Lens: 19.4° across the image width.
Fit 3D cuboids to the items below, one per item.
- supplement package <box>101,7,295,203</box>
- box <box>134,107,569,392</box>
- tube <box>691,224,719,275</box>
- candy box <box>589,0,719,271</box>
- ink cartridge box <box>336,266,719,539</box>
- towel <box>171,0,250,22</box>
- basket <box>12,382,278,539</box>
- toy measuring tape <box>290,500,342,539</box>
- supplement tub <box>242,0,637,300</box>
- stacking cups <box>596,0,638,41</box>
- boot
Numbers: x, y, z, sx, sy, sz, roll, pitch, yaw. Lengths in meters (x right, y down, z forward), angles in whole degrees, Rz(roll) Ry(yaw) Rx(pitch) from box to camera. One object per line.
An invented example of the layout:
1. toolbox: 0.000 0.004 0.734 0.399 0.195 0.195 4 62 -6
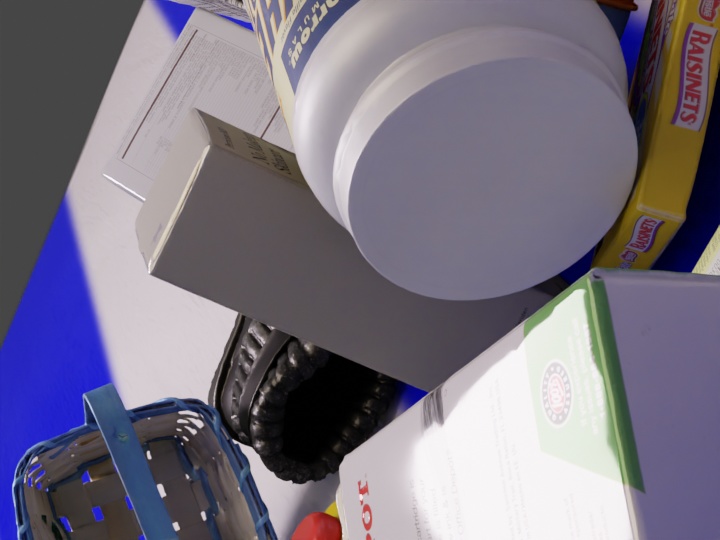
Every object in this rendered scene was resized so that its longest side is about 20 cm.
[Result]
1. supplement package: -0.027 -0.047 1.125 0.200 0.109 0.114 31 90 48
2. box: 0.000 0.000 0.978 0.068 0.200 0.082 -63 18 10
3. tube: 0.126 0.051 0.808 0.058 0.052 0.200 -34 -26 -58
4. candy box: 0.140 -0.095 0.927 0.102 0.026 0.200 114 172 -69
5. ink cartridge box: 0.077 0.105 0.757 0.200 0.084 0.146 -42 51 55
6. towel: -0.033 -0.146 1.188 0.192 0.200 0.035 22 97 53
7. basket: -0.115 0.159 1.177 0.200 0.139 0.177 131 118 -72
8. toy measuring tape: -0.016 0.182 1.032 0.200 0.073 0.074 -67 17 3
9. supplement tub: 0.032 -0.097 0.918 0.145 0.145 0.200 -58 31 29
10. stacking cups: 0.102 -0.114 1.008 0.061 0.060 0.200 -116 43 -67
11. boot: -0.022 0.017 1.225 0.158 0.079 0.211 180 104 -76
